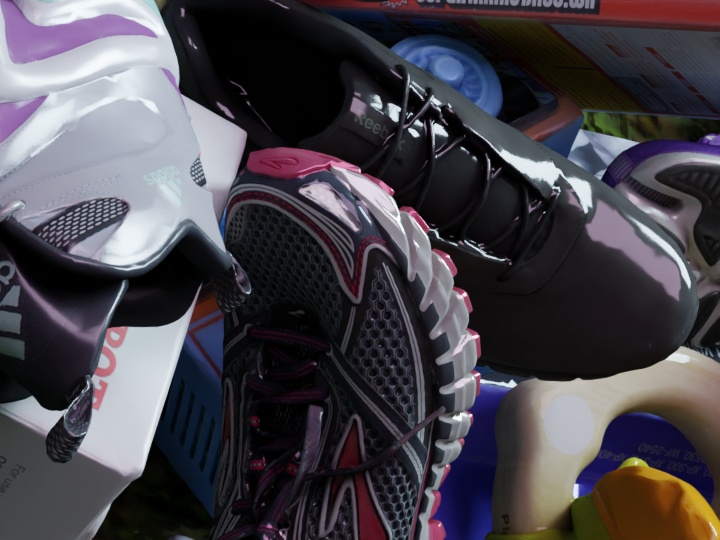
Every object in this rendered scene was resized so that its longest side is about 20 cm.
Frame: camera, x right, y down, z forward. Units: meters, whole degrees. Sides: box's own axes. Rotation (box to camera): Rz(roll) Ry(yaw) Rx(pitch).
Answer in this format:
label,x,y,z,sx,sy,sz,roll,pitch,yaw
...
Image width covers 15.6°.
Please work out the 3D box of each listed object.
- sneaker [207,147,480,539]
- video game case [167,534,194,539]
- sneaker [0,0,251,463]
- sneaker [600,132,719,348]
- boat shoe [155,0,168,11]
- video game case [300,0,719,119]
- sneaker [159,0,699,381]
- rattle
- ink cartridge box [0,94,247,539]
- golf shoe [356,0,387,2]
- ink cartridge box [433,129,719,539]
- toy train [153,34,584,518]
label,x,y,z,sx,sy,sz,roll,pitch,yaw
sneaker,-0.012,0.062,0.778,0.080,0.201,0.075,11,25,40
video game case,0.006,0.195,0.820,0.181,0.023,0.201,24,43,-19
sneaker,-0.109,-0.012,0.651,0.199,0.078,0.140,-7,61,-39
sneaker,0.141,-0.021,1.020,0.083,0.081,0.200,49,21,28
boat shoe,-0.098,-0.111,0.971,0.199,0.074,0.067,0,63,-17
video game case,0.072,-0.082,0.969,0.143,0.199,0.018,26,71,-66
sneaker,0.016,-0.027,0.823,0.199,0.091,0.076,27,83,2
rattle,0.154,0.081,0.932,0.199,0.143,0.131,8,62,-26
ink cartridge box,-0.161,0.001,0.767,0.199,0.145,0.148,30,43,-13
golf shoe,-0.011,-0.131,0.876,0.094,0.078,0.200,15,11,-38
ink cartridge box,0.095,0.030,1.022,0.197,0.043,0.201,11,50,-32
toy train,0.000,0.000,0.912,0.200,0.087,0.114,-28,68,-28
